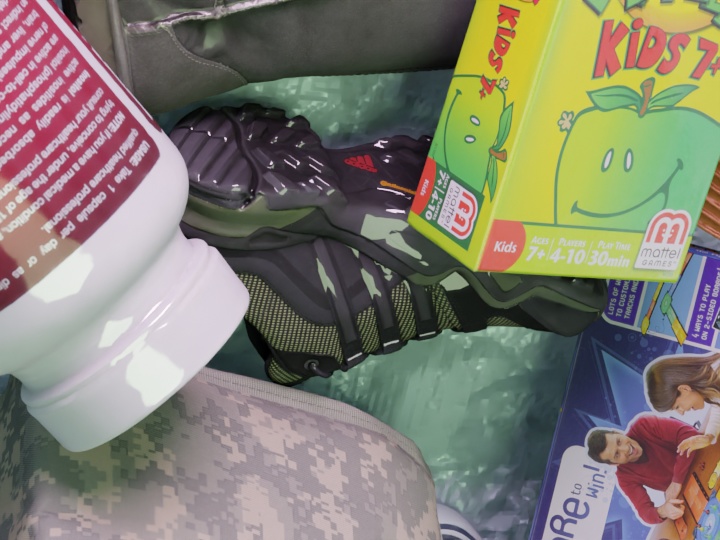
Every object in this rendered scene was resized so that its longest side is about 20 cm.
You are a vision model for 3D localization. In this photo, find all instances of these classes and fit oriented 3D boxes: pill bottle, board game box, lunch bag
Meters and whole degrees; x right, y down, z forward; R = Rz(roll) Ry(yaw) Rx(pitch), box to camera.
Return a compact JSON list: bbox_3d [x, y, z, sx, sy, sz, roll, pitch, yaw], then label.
[{"bbox_3d":[-0.133,-0.038,0.871,0.113,0.113,0.200,-40,106,1],"label":"pill bottle"},{"bbox_3d":[0.142,0.094,1.050,0.135,0.034,0.200,16,97,16],"label":"board game box"},{"bbox_3d":[-0.052,0.128,0.971,0.200,0.164,0.118,18,131,-24],"label":"lunch bag"},{"bbox_3d":[0.096,-0.097,0.934,0.101,0.048,0.200,3,112,-36],"label":"board game box"}]

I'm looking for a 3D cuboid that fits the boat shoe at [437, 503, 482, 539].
[{"bbox_3d":[0.044,0.202,1.109,0.071,0.091,0.201,-14,120,-15],"label":"boat shoe"}]

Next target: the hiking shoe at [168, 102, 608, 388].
[{"bbox_3d":[0.000,0.000,1.008,0.200,0.076,0.101,15,126,-25],"label":"hiking shoe"}]

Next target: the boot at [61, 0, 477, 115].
[{"bbox_3d":[-0.011,-0.136,0.922,0.200,0.073,0.182,-10,133,-9],"label":"boot"}]

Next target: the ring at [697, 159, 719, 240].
[{"bbox_3d":[0.182,-0.092,0.983,0.200,0.019,0.201,7,112,17],"label":"ring"}]
